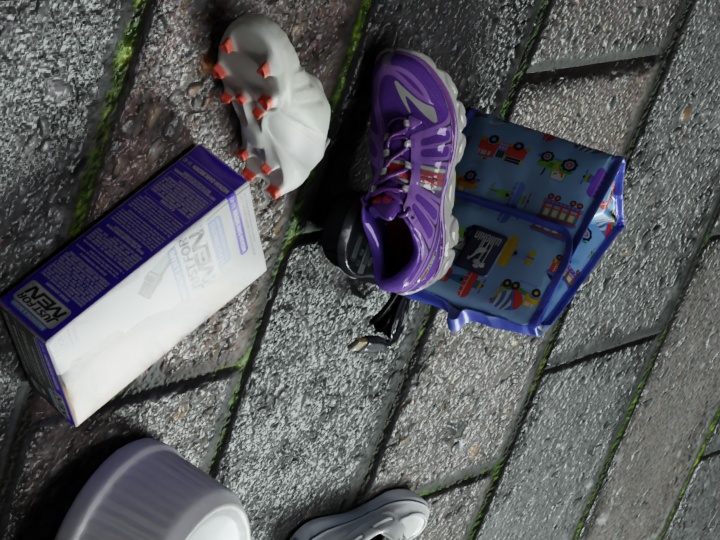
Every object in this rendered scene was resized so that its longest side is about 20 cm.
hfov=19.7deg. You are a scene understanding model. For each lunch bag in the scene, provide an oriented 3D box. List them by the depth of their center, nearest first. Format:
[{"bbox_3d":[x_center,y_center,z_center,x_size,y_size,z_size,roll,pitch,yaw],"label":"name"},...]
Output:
[{"bbox_3d":[0.119,-0.023,1.769,0.200,0.150,0.094,-56,154,-32],"label":"lunch bag"}]

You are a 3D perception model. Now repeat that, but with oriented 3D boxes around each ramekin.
[{"bbox_3d":[-0.169,0.248,1.698,0.202,0.094,0.203,-48,149,-42],"label":"ramekin"}]

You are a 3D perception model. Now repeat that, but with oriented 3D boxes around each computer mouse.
[{"bbox_3d":[0.000,0.000,1.774,0.200,0.046,0.141,8,101,-67],"label":"computer mouse"}]

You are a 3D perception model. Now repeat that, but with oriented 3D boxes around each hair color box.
[{"bbox_3d":[-0.166,0.011,1.546,0.200,0.065,0.110,-39,147,-21],"label":"hair color box"}]

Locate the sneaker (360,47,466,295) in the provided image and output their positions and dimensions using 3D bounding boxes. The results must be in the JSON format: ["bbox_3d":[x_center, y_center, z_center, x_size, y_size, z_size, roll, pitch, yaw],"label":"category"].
[{"bbox_3d":[0.037,-0.077,1.662,0.083,0.080,0.201,-25,114,-58],"label":"sneaker"}]

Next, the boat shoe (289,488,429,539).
[{"bbox_3d":[0.010,0.273,2.049,0.199,0.065,0.074,-16,133,-46],"label":"boat shoe"}]

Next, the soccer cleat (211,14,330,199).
[{"bbox_3d":[-0.061,-0.134,1.548,0.078,0.069,0.200,-46,156,-22],"label":"soccer cleat"}]
